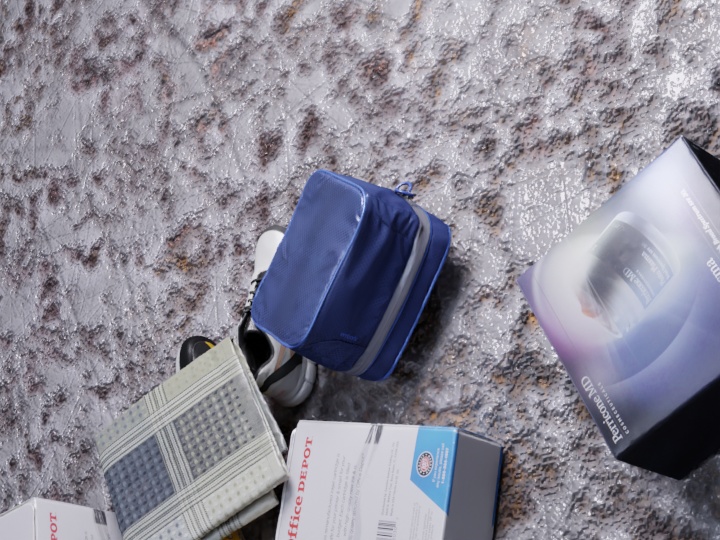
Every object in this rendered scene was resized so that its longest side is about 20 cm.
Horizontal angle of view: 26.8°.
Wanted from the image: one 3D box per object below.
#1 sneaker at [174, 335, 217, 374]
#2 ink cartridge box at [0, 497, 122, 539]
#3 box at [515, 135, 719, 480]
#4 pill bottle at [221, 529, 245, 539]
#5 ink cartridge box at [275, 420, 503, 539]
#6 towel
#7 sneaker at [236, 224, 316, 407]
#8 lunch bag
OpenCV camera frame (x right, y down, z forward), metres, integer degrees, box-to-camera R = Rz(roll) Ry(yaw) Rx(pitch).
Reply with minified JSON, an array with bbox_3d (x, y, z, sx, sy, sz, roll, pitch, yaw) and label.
[{"bbox_3d":[-0.131,0.142,1.595,0.090,0.070,0.201,-49,54,42],"label":"sneaker"},{"bbox_3d":[-0.284,0.331,1.581,0.084,0.199,0.145,-28,56,34],"label":"ink cartridge box"},{"bbox_3d":[0.269,0.035,1.274,0.198,0.123,0.201,-43,52,23],"label":"box"},{"bbox_3d":[-0.164,0.311,1.551,0.113,0.113,0.200,-44,52,20],"label":"pill bottle"},{"bbox_3d":[0.025,0.224,1.439,0.199,0.086,0.147,-2,74,41],"label":"ink cartridge box"},{"bbox_3d":[-0.170,0.191,1.531,0.200,0.035,0.193,-36,50,12],"label":"towel"},{"bbox_3d":[-0.091,0.040,1.605,0.073,0.080,0.201,-22,61,35],"label":"sneaker"},{"bbox_3d":[0.000,0.000,1.508,0.136,0.132,0.201,34,99,57],"label":"lunch bag"}]
